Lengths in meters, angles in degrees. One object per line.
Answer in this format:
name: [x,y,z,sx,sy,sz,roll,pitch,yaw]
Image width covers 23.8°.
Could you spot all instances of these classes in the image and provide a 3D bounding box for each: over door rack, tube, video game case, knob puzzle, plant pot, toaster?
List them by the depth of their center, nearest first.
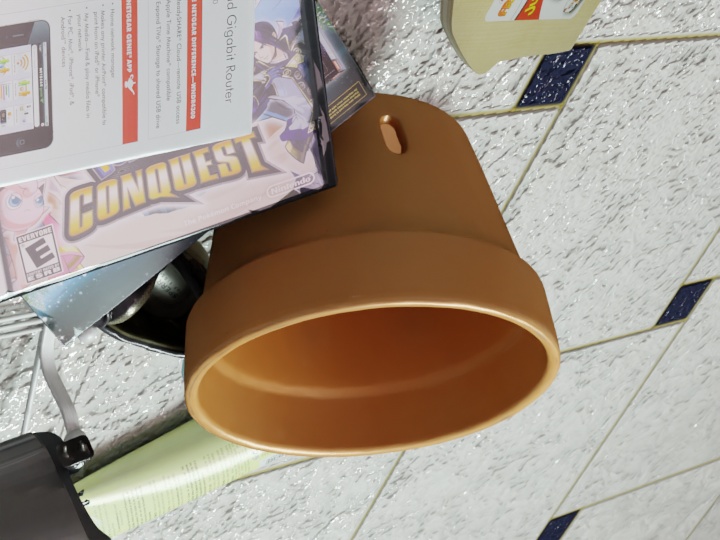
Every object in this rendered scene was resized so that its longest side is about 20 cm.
video game case: [-0.111,-0.090,0.760,0.198,0.025,0.182,-20,124,-20]
toaster: [-0.203,0.169,0.877,0.128,0.114,0.201,-16,149,-28]
plant pot: [0.000,0.000,0.921,0.198,0.141,0.201,-5,153,-3]
over door rack: [-0.232,0.108,0.937,0.147,0.067,0.201,-11,139,-42]
knob puzzle: [0.103,-0.198,0.945,0.219,0.030,0.220,-39,156,-20]
tube: [-0.121,0.129,1.127,0.199,0.052,0.059,-27,107,-19]

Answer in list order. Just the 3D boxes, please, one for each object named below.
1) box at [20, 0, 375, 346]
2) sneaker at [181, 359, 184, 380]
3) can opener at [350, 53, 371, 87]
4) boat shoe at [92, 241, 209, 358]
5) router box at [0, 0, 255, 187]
box: [-0.105,-0.077,0.811,0.199,0.038,0.137,-39,129,-6]
sneaker: [-0.037,0.051,1.102,0.199,0.074,0.082,11,132,-46]
can opener: [0.022,-0.069,1.013,0.066,0.053,0.200,-28,150,9]
boat shoe: [-0.132,-0.003,0.903,0.072,0.065,0.200,-41,149,7]
router box: [-0.127,-0.136,0.665,0.178,0.049,0.202,-14,122,-32]
